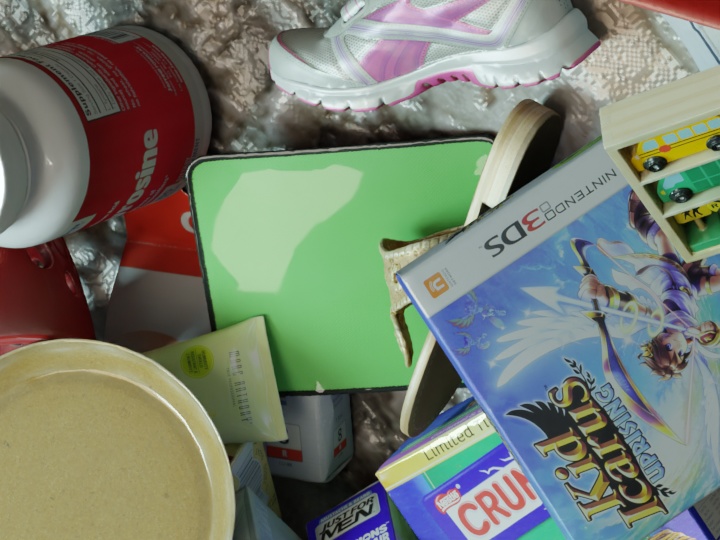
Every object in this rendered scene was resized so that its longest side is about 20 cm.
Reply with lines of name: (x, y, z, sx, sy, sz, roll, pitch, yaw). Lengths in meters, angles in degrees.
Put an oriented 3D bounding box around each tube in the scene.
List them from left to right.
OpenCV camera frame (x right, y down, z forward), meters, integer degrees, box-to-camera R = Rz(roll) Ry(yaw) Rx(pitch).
tube: (-0.148, 0.083, 1.687, 0.199, 0.052, 0.058, -11, 131, 6)

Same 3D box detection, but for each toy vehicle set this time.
toy vehicle set: (0.237, -0.073, 1.425, 0.199, 0.027, 0.124, -19, 144, 20)

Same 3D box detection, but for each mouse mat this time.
mouse mat: (0.000, 0.000, 1.658, 0.199, 0.008, 0.162, -3, 111, 14)

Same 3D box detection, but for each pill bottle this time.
pill bottle: (-0.185, -0.077, 1.640, 0.112, 0.200, 0.113, 9, 108, 29)

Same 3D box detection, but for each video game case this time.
video game case: (0.148, 0.035, 1.534, 0.181, 0.045, 0.200, -34, 93, 0)

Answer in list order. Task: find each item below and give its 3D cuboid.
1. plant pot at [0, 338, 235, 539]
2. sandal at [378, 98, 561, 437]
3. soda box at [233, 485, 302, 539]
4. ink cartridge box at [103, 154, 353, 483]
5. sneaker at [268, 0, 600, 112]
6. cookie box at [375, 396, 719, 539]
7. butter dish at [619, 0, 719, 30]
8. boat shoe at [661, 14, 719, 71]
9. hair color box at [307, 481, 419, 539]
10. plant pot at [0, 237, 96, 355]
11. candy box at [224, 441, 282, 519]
plant pot: (-0.171, 0.142, 1.644, 0.199, 0.027, 0.201, -1, 85, 6)
sandal: (0.047, -0.012, 1.613, 0.069, 0.078, 0.212, 29, 110, 20)
soda box: (-0.040, 0.223, 1.719, 0.068, 0.064, 0.200, -31, 129, 14)
ink cartridge box: (-0.089, 0.028, 1.735, 0.162, 0.050, 0.201, 8, 119, 28)
sneaker: (0.035, -0.147, 1.564, 0.199, 0.081, 0.089, -8, 107, 25)
cookie box: (0.136, 0.153, 1.633, 0.171, 0.075, 0.200, -32, 94, 32)
butter dish: (0.172, -0.228, 1.353, 0.199, 0.148, 0.201, 17, 93, 10)
boat shoe: (0.206, -0.149, 1.456, 0.086, 0.075, 0.202, -25, 100, 37)
hair color box: (0.031, 0.231, 1.644, 0.065, 0.200, 0.109, -32, 122, 12)
plant pot: (-0.277, 0.000, 1.731, 0.200, 0.200, 0.183, -29, 66, 37)
candy box: (-0.108, 0.173, 1.774, 0.115, 0.055, 0.201, 11, 135, 25)
